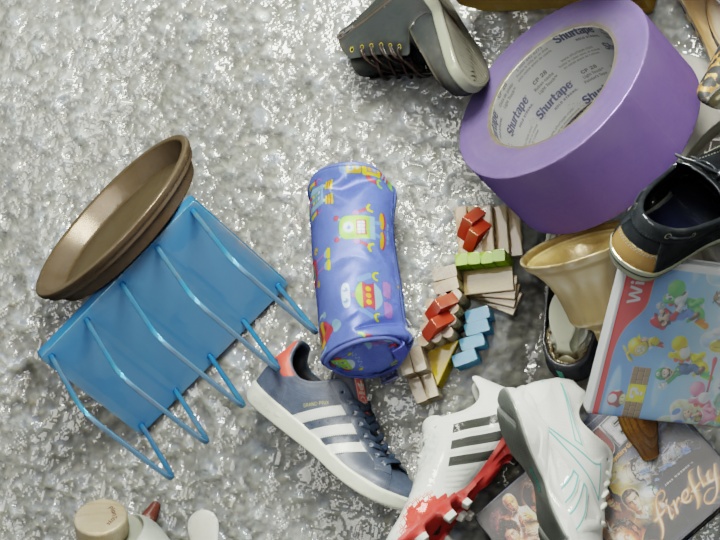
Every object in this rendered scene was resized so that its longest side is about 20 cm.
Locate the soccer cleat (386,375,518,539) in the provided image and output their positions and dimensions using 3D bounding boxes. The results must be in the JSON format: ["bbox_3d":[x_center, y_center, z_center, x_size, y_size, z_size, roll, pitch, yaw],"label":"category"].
[{"bbox_3d":[0.074,0.173,1.714,0.085,0.069,0.200,35,63,21],"label":"soccer cleat"}]

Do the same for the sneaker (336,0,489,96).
[{"bbox_3d":[0.047,-0.193,1.787,0.106,0.075,0.200,-37,32,13],"label":"sneaker"}]

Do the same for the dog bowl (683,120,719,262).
[{"bbox_3d":[0.366,-0.043,1.696,0.200,0.059,0.200,-1,83,7],"label":"dog bowl"}]

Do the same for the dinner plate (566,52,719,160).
[{"bbox_3d":[0.271,-0.102,1.765,0.200,0.024,0.201,-3,79,14],"label":"dinner plate"}]

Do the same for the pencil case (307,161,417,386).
[{"bbox_3d":[0.000,0.000,1.763,0.087,0.078,0.200,-7,61,2],"label":"pencil case"}]

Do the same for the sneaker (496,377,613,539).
[{"bbox_3d":[0.184,0.185,1.670,0.080,0.070,0.201,-16,85,-18],"label":"sneaker"}]

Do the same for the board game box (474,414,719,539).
[{"bbox_3d":[0.217,0.203,1.712,0.200,0.035,0.136,-42,72,4],"label":"board game box"}]

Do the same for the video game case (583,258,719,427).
[{"bbox_3d":[0.297,0.063,1.634,0.200,0.017,0.143,7,111,-12],"label":"video game case"}]

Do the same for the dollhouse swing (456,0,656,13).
[{"bbox_3d":[0.175,-0.324,1.743,0.176,0.200,0.182,16,83,22],"label":"dollhouse swing"}]

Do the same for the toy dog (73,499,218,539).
[{"bbox_3d":[-0.162,0.263,1.772,0.200,0.132,0.096,32,50,14],"label":"toy dog"}]

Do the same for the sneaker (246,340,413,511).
[{"bbox_3d":[-0.008,0.136,1.763,0.200,0.075,0.085,37,94,19],"label":"sneaker"}]

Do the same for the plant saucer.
[{"bbox_3d":[-0.222,-0.044,1.815,0.200,0.200,0.029,-46,108,2],"label":"plant saucer"}]

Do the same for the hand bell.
[{"bbox_3d":[0.215,0.068,1.667,0.104,0.104,0.200,-17,103,11],"label":"hand bell"}]

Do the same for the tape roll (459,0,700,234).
[{"bbox_3d":[0.189,-0.136,1.705,0.200,0.085,0.200,-31,35,24],"label":"tape roll"}]

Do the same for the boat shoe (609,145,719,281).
[{"bbox_3d":[0.278,-0.060,1.603,0.075,0.062,0.200,40,49,20],"label":"boat shoe"}]

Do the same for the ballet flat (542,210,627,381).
[{"bbox_3d":[0.193,-0.001,1.728,0.073,0.073,0.200,7,88,16],"label":"ballet flat"}]

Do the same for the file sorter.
[{"bbox_3d":[-0.160,0.066,1.761,0.200,0.139,0.123,-45,35,3],"label":"file sorter"}]

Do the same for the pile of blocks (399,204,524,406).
[{"bbox_3d":[0.094,0.029,1.765,0.082,0.062,0.200,18,85,18],"label":"pile of blocks"}]

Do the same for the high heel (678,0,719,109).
[{"bbox_3d":[0.293,-0.209,1.710,0.142,0.200,0.071,33,130,15],"label":"high heel"}]
